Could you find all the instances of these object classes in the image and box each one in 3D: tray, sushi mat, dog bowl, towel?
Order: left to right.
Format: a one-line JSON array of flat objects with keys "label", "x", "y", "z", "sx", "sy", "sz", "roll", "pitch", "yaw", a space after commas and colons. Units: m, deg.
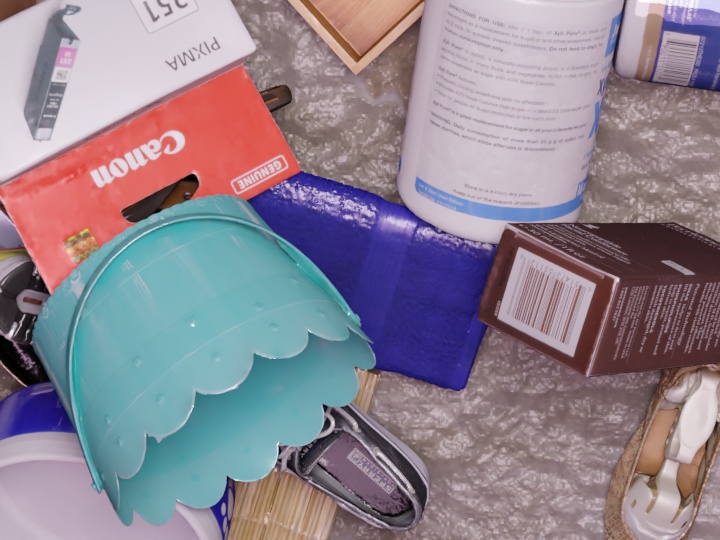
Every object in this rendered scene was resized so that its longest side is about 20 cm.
[{"label": "dog bowl", "x": -0.193, "y": 0.174, "z": 1.500, "sx": 0.199, "sy": 0.079, "sz": 0.201, "roll": 6, "pitch": 132, "yaw": 7}, {"label": "sushi mat", "x": -0.058, "y": 0.153, "z": 1.556, "sx": 0.095, "sy": 0.012, "sz": 0.201, "roll": 18, "pitch": 105, "yaw": 2}, {"label": "towel", "x": 0.000, "y": 0.000, "z": 1.475, "sx": 0.199, "sy": 0.050, "sz": 0.148, "roll": 16, "pitch": 129, "yaw": -1}, {"label": "tray", "x": 0.038, "y": -0.240, "z": 1.434, "sx": 0.200, "sy": 0.037, "sz": 0.099, "roll": -41, "pitch": 98, "yaw": 14}]

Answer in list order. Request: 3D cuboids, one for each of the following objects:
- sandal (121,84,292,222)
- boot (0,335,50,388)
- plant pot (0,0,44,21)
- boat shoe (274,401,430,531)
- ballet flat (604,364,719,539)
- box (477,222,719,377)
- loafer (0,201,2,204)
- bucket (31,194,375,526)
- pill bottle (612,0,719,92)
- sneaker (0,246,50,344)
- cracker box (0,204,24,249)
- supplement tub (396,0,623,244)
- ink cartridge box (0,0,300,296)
[{"label": "sandal", "x": -0.118, "y": -0.061, "z": 1.470, "sx": 0.200, "sy": 0.082, "sz": 0.055, "roll": -40, "pitch": 92, "yaw": 16}, {"label": "boot", "x": -0.193, "y": 0.104, "z": 1.526, "sx": 0.200, "sy": 0.075, "sz": 0.074, "roll": 41, "pitch": 103, "yaw": -7}, {"label": "plant pot", "x": -0.313, "y": -0.162, "z": 1.438, "sx": 0.200, "sy": 0.201, "sz": 0.093, "roll": 8, "pitch": 146, "yaw": 4}, {"label": "boat shoe", "x": -0.036, "y": 0.121, "z": 1.503, "sx": 0.199, "sy": 0.068, "sz": 0.074, "roll": 42, "pitch": 104, "yaw": -5}, {"label": "ballet flat", "x": 0.223, "y": 0.138, "z": 1.498, "sx": 0.070, "sy": 0.065, "sz": 0.201, "roll": 14, "pitch": 106, "yaw": 2}, {"label": "box", "x": 0.183, "y": 0.016, "z": 1.393, "sx": 0.100, "sy": 0.200, "sz": 0.075, "roll": 28, "pitch": 108, "yaw": 37}, {"label": "loafer", "x": -0.241, "y": -0.086, "z": 1.453, "sx": 0.199, "sy": 0.070, "sz": 0.070, "roll": -10, "pitch": 85, "yaw": -30}, {"label": "bucket", "x": -0.108, "y": 0.056, "z": 1.369, "sx": 0.207, "sy": 0.207, "sz": 0.135, "roll": -42, "pitch": 70, "yaw": 14}, {"label": "pill bottle", "x": 0.275, "y": -0.170, "z": 1.390, "sx": 0.199, "sy": 0.111, "sz": 0.111, "roll": 9, "pitch": 105, "yaw": 3}, {"label": "sneaker", "x": -0.215, "y": 0.018, "z": 1.465, "sx": 0.090, "sy": 0.200, "sz": 0.078, "roll": 16, "pitch": 85, "yaw": 33}, {"label": "cracker box", "x": -0.335, "y": 0.002, "z": 1.521, "sx": 0.200, "sy": 0.058, "sz": 0.134, "roll": -42, "pitch": 99, "yaw": 15}, {"label": "supplement tub", "x": 0.100, "y": -0.131, "z": 1.390, "sx": 0.131, "sy": 0.132, "sz": 0.201, "roll": 11, "pitch": 117, "yaw": 3}, {"label": "ink cartridge box", "x": -0.156, "y": -0.102, "z": 1.361, "sx": 0.200, "sy": 0.044, "sz": 0.174, "roll": -29, "pitch": 89, "yaw": -19}]
